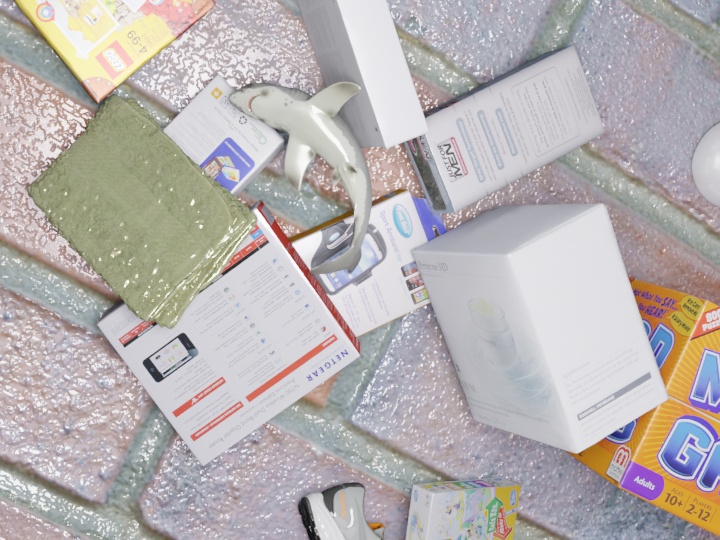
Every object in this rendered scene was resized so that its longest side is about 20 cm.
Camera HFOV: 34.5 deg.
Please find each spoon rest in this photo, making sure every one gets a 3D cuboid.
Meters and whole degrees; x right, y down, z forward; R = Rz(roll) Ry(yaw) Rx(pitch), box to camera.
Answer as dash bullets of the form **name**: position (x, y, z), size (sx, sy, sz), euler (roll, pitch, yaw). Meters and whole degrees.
- **spoon rest**: position (0.459, -0.151, 1.299), size (0.199, 0.061, 0.100), euler (-39, 102, 8)

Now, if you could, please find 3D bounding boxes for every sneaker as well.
- **sneaker**: position (0.003, 0.320, 1.231), size (0.078, 0.074, 0.203), euler (-22, 101, -16)

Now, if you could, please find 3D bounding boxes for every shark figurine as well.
- **shark figurine**: position (-0.021, -0.105, 1.128), size (0.127, 0.090, 0.217), euler (-24, 101, 19)

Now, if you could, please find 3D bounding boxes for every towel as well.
- **towel**: position (-0.209, -0.057, 1.104), size (0.200, 0.037, 0.149), euler (42, 86, 9)

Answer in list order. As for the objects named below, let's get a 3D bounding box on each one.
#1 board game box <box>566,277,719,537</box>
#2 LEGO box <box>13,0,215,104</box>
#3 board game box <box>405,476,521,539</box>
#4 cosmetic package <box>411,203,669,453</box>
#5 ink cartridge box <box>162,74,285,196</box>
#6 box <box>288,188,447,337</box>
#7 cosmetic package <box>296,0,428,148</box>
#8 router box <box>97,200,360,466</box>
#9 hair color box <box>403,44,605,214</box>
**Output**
- **board game box**: position (0.350, 0.148, 1.226), size (0.198, 0.200, 0.202), euler (26, 91, -15)
- **LEGO box**: position (-0.256, -0.284, 1.094), size (0.149, 0.077, 0.201), euler (-40, 104, -6)
- **board game box**: position (0.102, 0.329, 1.247), size (0.133, 0.034, 0.204), euler (3, 97, -39)
- **cosmetic package**: position (0.170, 0.049, 1.141), size (0.122, 0.199, 0.203), euler (-24, 101, -21)
- **ink cartridge box**: position (-0.175, -0.089, 1.148), size (0.095, 0.037, 0.200), euler (44, 84, 1)
- **box**: position (0.000, 0.000, 1.210), size (0.198, 0.041, 0.121), euler (-24, 101, -12)
- **cosmetic package**: position (-0.007, -0.221, 1.124), size (0.051, 0.151, 0.203), euler (-21, 101, -10)
- **router box**: position (-0.129, 0.063, 1.153), size (0.199, 0.049, 0.181), euler (-34, 100, 6)
- **hair color box**: position (0.147, -0.146, 1.200), size (0.198, 0.060, 0.100), euler (-28, 102, -20)
